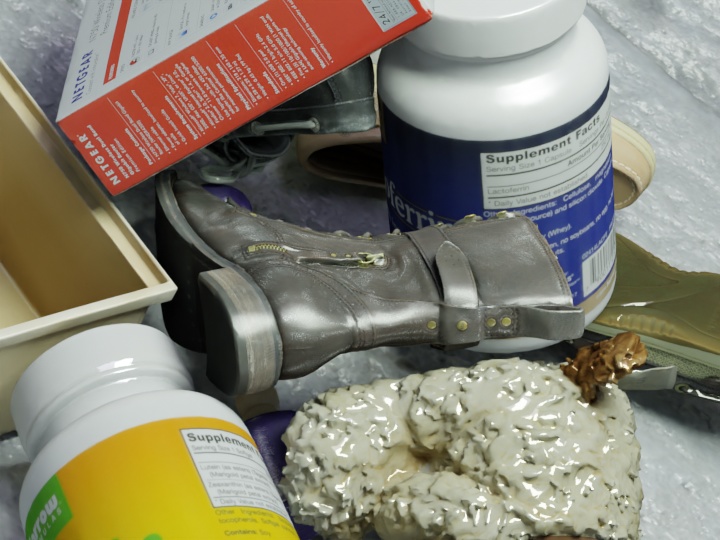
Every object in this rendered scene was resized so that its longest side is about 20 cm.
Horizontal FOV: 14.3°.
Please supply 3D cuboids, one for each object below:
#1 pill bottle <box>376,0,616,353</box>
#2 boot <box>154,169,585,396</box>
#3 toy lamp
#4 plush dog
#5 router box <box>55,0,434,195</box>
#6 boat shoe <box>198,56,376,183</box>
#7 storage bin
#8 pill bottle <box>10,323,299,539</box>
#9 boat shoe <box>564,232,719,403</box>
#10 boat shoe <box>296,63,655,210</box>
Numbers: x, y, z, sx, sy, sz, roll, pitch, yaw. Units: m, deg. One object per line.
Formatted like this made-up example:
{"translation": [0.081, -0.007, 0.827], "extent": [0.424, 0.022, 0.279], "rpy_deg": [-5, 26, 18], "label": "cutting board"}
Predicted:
{"translation": [0.067, -0.068, 1.418], "extent": [0.115, 0.200, 0.116], "rpy_deg": [-4, 37, 3], "label": "pill bottle"}
{"translation": [0.000, 0.000, 1.348], "extent": [0.174, 0.069, 0.200], "rpy_deg": [-10, 29, -16], "label": "boot"}
{"translation": [-0.055, 0.046, 1.397], "extent": [0.058, 0.058, 0.200], "rpy_deg": [4, 46, -23], "label": "toy lamp"}
{"translation": [0.080, 0.130, 1.299], "extent": [0.200, 0.160, 0.172], "rpy_deg": [13, 63, -44], "label": "plush dog"}
{"translation": [-0.050, -0.142, 1.378], "extent": [0.049, 0.179, 0.200], "rpy_deg": [53, 20, -25], "label": "router box"}
{"translation": [-0.061, -0.081, 1.454], "extent": [0.074, 0.199, 0.068], "rpy_deg": [-17, 95, -45], "label": "boat shoe"}
{"translation": [-0.230, -0.009, 1.335], "extent": [0.200, 0.094, 0.199], "rpy_deg": [-18, 58, -37], "label": "storage bin"}
{"translation": [-0.085, 0.124, 1.260], "extent": [0.111, 0.111, 0.200], "rpy_deg": [-4, 50, -30], "label": "pill bottle"}
{"translation": [0.145, 0.029, 1.507], "extent": [0.201, 0.066, 0.072], "rpy_deg": [17, 45, 20], "label": "boat shoe"}
{"translation": [0.062, -0.058, 1.555], "extent": [0.200, 0.071, 0.065], "rpy_deg": [10, 50, -6], "label": "boat shoe"}
